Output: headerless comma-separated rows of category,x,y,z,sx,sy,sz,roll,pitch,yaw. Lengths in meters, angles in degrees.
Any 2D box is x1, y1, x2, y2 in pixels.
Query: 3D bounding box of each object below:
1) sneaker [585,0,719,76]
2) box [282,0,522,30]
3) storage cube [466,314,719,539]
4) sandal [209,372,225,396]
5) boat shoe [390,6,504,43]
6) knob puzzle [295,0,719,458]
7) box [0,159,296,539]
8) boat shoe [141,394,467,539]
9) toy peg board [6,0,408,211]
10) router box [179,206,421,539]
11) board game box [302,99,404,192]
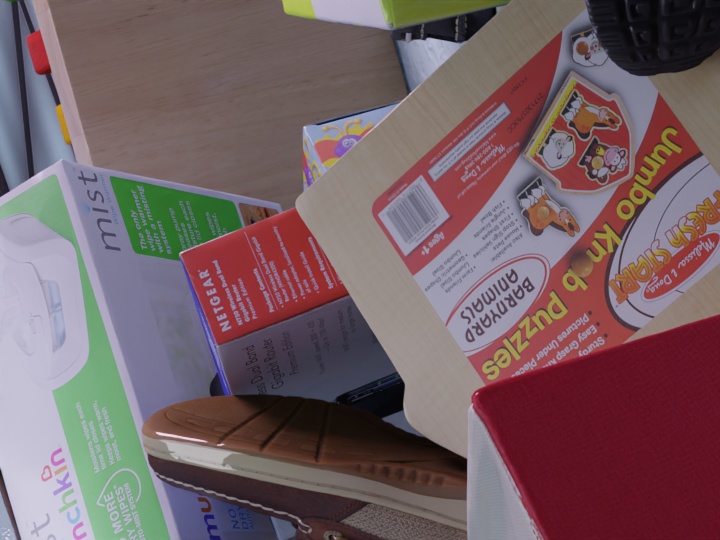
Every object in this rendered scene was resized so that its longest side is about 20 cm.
sneaker,0.105,-0.167,0.961,0.091,0.076,0.201,-109,17,-62
box,0.043,-0.135,1.115,0.200,0.121,0.048,-152,48,-74
storage cube,0.143,0.125,0.866,0.171,0.179,0.200,90,159,-50
sandal,-0.001,0.000,1.220,0.200,0.076,0.043,-41,58,27
boat shoe,0.015,-0.162,1.342,0.200,0.067,0.072,-125,21,-60
knob puzzle,0.092,-0.001,1.034,0.030,0.219,0.221,-1,-110,-60
box,-0.096,0.064,1.329,0.176,0.096,0.201,12,-126,-55
boat shoe,0.006,0.101,1.082,0.072,0.199,0.072,-49,-31,-70
toy peg board,-0.092,-0.119,1.504,0.098,0.199,0.200,-16,90,60
router box,0.026,0.026,1.186,0.200,0.179,0.049,77,170,-61
board game box,0.036,0.017,1.372,0.200,0.104,0.103,90,160,-52
